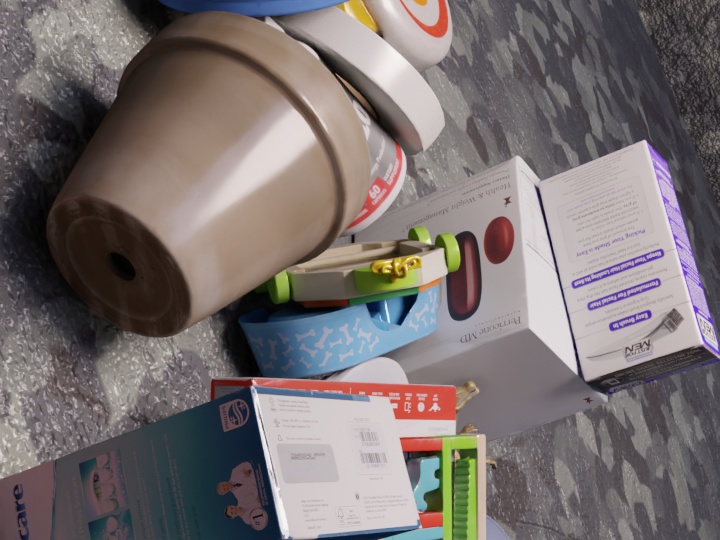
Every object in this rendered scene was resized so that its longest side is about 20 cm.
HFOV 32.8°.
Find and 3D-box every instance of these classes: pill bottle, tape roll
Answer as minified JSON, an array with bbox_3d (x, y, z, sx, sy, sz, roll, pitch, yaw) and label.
[{"bbox_3d":[-0.058,-0.127,1.067,0.200,0.114,0.114,43,36,-39],"label":"pill bottle"},{"bbox_3d":[-0.015,-0.179,1.123,0.037,0.203,0.203,-53,129,-9],"label":"tape roll"}]

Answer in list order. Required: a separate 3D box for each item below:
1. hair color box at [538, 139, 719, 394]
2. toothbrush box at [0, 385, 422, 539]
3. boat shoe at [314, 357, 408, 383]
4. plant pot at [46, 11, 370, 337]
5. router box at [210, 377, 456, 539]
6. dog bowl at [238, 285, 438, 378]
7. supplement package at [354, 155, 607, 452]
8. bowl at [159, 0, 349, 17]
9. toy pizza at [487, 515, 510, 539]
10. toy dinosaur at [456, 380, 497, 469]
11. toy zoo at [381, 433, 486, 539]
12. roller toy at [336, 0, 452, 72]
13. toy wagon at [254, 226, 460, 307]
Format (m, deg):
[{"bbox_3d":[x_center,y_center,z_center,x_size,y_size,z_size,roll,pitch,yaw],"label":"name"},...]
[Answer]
[{"bbox_3d":[0.238,-0.002,1.094,0.065,0.109,0.200,29,46,-53],"label":"hair color box"},{"bbox_3d":[-0.090,0.138,0.717,0.146,0.200,0.085,13,58,-57],"label":"toothbrush box"},{"bbox_3d":[-0.033,0.120,0.965,0.200,0.066,0.072,-28,107,-53],"label":"boat shoe"},{"bbox_3d":[-0.119,-0.051,0.851,0.200,0.200,0.174,56,47,-21],"label":"plant pot"},{"bbox_3d":[-0.016,0.169,0.874,0.200,0.049,0.180,6,82,-43],"label":"router box"},{"bbox_3d":[-0.012,0.044,1.015,0.200,0.111,0.050,-17,100,-50],"label":"dog bowl"},{"bbox_3d":[0.107,0.038,1.157,0.147,0.191,0.200,42,36,-39],"label":"supplement package"},{"bbox_3d":[-0.084,-0.259,1.047,0.201,0.200,0.039,-58,151,-58],"label":"bowl"},{"bbox_3d":[0.113,0.320,1.132,0.200,0.032,0.200,42,37,-42],"label":"toy pizza"},{"bbox_3d":[0.061,0.195,1.082,0.101,0.058,0.200,32,76,-38],"label":"toy dinosaur"},{"bbox_3d":[0.015,0.183,0.854,0.200,0.020,0.131,5,83,-43],"label":"toy zoo"},{"bbox_3d":[0.005,-0.279,1.267,0.200,0.140,0.183,28,46,-50],"label":"roller toy"},{"bbox_3d":[0.000,0.000,0.981,0.200,0.155,0.040,-158,-121,-72],"label":"toy wagon"}]
